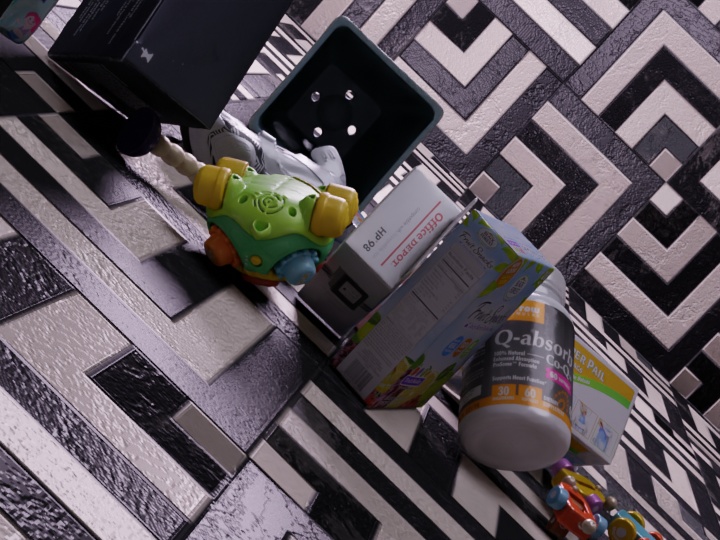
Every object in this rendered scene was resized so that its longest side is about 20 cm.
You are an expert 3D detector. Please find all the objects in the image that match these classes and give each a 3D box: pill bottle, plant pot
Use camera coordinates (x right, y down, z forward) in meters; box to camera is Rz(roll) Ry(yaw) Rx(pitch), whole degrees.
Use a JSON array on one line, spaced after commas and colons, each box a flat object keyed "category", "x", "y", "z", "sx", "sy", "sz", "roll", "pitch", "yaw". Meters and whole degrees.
[{"category": "pill bottle", "x": 0.162, "y": 0.094, "z": 1.602, "sx": 0.116, "sy": 0.116, "sz": 0.202, "roll": 36, "pitch": 46, "yaw": -35}, {"category": "plant pot", "x": -0.027, "y": -0.216, "z": 2.170, "sx": 0.195, "sy": 0.197, "sz": 0.200, "roll": 41, "pitch": 2, "yaw": -9}]

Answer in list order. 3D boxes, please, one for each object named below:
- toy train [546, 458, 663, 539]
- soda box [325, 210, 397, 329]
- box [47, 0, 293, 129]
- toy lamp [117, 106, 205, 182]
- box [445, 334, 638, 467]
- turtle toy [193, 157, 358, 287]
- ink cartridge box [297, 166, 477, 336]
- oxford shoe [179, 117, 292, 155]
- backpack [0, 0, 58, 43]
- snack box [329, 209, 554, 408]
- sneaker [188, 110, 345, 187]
[{"category": "toy train", "x": 0.252, "y": 0.277, "z": 1.637, "sx": 0.199, "sy": 0.056, "sz": 0.151, "roll": 36, "pitch": 13, "yaw": -22}, {"category": "soda box", "x": 0.000, "y": 0.000, "z": 1.707, "sx": 0.063, "sy": 0.068, "sz": 0.201, "roll": 32, "pitch": 16, "yaw": -47}, {"category": "box", "x": -0.177, "y": -0.253, "z": 1.519, "sx": 0.117, "sy": 0.198, "sz": 0.199, "roll": 38, "pitch": -12, "yaw": -30}, {"category": "toy lamp", "x": -0.149, "y": -0.090, "z": 1.532, "sx": 0.199, "sy": 0.058, "sz": 0.058, "roll": 35, "pitch": 13, "yaw": -42}, {"category": "box", "x": 0.201, "y": 0.128, "z": 1.768, "sx": 0.199, "sy": 0.102, "sz": 0.112, "roll": 39, "pitch": -27, "yaw": -24}, {"category": "turtle toy", "x": -0.080, "y": -0.041, "z": 1.456, "sx": 0.144, "sy": 0.102, "sz": 0.200, "roll": 14, "pitch": 10, "yaw": 5}, {"category": "ink cartridge box", "x": 0.024, "y": -0.023, "z": 1.499, "sx": 0.067, "sy": 0.116, "sz": 0.200, "roll": 43, "pitch": -27, "yaw": -1}, {"category": "oxford shoe", "x": -0.120, "y": -0.124, "z": 1.745, "sx": 0.200, "sy": 0.073, "sz": 0.085, "roll": 39, "pitch": 8, "yaw": -28}, {"category": "backpack", "x": -0.331, "y": -0.310, "z": 1.378, "sx": 0.200, "sy": 0.178, "sz": 0.150, "roll": 39, "pitch": 2, "yaw": 42}, {"category": "snack box", "x": 0.082, "y": 0.042, "z": 1.494, "sx": 0.068, "sy": 0.200, "sz": 0.168, "roll": 45, "pitch": 11, "yaw": 17}, {"category": "sneaker", "x": -0.092, "y": -0.109, "z": 1.668, "sx": 0.200, "sy": 0.075, "sz": 0.115, "roll": 48, "pitch": 41, "yaw": -1}]
